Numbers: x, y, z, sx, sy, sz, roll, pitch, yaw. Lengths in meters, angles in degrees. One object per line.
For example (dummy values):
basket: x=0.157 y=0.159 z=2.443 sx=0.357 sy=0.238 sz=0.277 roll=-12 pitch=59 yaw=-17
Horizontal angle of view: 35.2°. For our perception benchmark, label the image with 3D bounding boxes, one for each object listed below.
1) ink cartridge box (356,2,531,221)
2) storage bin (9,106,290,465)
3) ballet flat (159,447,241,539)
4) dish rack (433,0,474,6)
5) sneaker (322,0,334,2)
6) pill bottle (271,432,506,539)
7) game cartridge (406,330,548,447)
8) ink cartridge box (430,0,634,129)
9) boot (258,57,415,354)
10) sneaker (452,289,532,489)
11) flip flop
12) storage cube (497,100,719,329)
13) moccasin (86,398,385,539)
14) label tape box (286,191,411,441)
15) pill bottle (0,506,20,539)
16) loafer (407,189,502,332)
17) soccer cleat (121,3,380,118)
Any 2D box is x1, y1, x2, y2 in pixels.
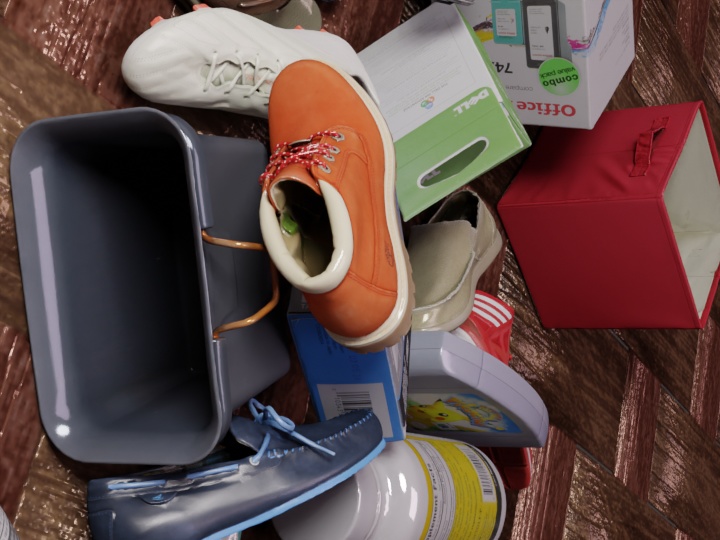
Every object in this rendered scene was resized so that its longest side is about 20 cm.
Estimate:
ink cartridge box: x=0.065 y=-0.116 z=0.883 sx=0.059 sy=0.104 sz=0.200 roll=46 pitch=19 yaw=-44
storage bin: x=-0.105 y=0.001 z=0.692 sx=0.134 sy=0.145 sz=0.200 roll=-21 pitch=106 yaw=-65
ballet flat: x=-0.111 y=0.216 z=0.737 sx=0.069 sy=0.069 sz=0.200 roll=13 pitch=72 yaw=-55
dish rack: x=0.017 y=-0.274 z=0.812 sx=0.200 sy=0.055 sz=0.154 roll=7 pitch=74 yaw=-30
sneaker: x=-0.009 y=-0.313 z=0.888 sx=0.066 sy=0.078 sz=0.200 roll=11 pitch=81 yaw=-57
pill bottle: x=0.022 y=0.179 z=0.882 sx=0.200 sy=0.111 sz=0.111 roll=20 pitch=72 yaw=-53
game cartridge: x=0.073 y=0.103 z=0.939 sx=0.200 sy=0.133 sz=0.040 roll=39 pitch=52 yaw=-47
ink cartridge box: x=0.158 y=-0.253 z=1.034 sx=0.146 sy=0.147 sz=0.200 roll=-55 pitch=143 yaw=-43
boot: x=-0.024 y=-0.059 z=0.673 sx=0.107 sy=0.075 sz=0.200 roll=40 pitch=31 yaw=-59
sneaker: x=0.133 y=0.105 z=1.078 sx=0.116 sy=0.078 sz=0.200 roll=-52 pitch=131 yaw=-41
flip flop: x=-0.088 y=-0.209 z=0.783 sx=0.200 sy=0.058 sz=0.081 roll=37 pitch=59 yaw=-49
storage cube: x=0.275 y=-0.057 z=1.202 sx=0.171 sy=0.180 sz=0.200 roll=-57 pitch=132 yaw=-40
moccasin: x=-0.072 y=0.120 z=0.704 sx=0.200 sy=0.080 sz=0.068 roll=-20 pitch=89 yaw=-35
label tape box: x=0.000 y=0.000 z=0.814 sx=0.144 sy=0.063 sz=0.200 roll=78 pitch=13 yaw=-48
pill bottle: x=-0.218 y=0.144 z=0.528 sx=0.116 sy=0.116 sz=0.200 roll=-49 pitch=127 yaw=-45
loafer: x=0.067 y=-0.007 z=0.994 sx=0.200 sy=0.076 sz=0.068 roll=-56 pitch=131 yaw=-53
soccer cleat: x=-0.066 y=-0.133 z=0.767 sx=0.200 sy=0.078 sz=0.069 roll=-8 pitch=140 yaw=-46
